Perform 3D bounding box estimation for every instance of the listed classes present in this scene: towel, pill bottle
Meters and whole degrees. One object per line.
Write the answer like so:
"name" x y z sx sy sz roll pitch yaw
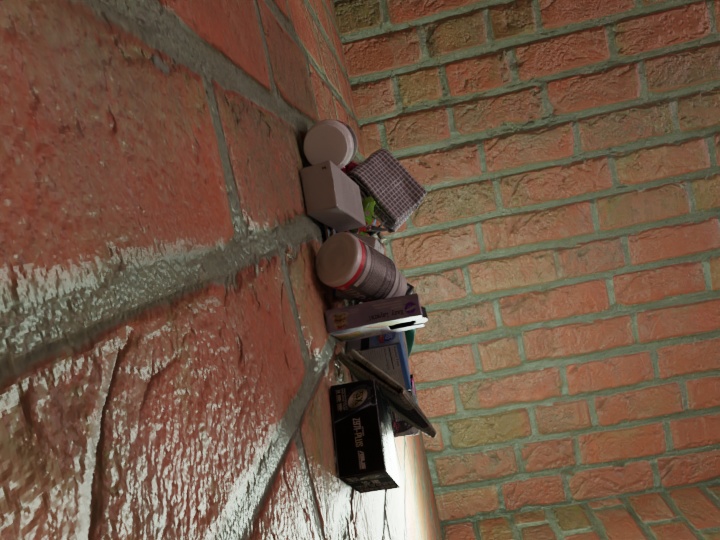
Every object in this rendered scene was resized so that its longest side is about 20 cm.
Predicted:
"towel" 0.070 -0.221 1.541 0.200 0.086 0.166 46 51 -1
"pill bottle" 0.010 0.007 1.161 0.200 0.110 0.111 29 44 -46
"towel" 0.056 0.247 1.156 0.199 0.035 0.193 25 -22 44
"pill bottle" -0.068 -0.286 1.290 0.200 0.113 0.115 -77 155 -76

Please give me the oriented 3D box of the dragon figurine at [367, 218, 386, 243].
"dragon figurine" 0.030 -0.114 1.651 0.200 0.059 0.100 93 -26 -64

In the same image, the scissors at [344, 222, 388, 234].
"scissors" 0.013 -0.103 1.431 0.200 0.014 0.074 29 73 -56

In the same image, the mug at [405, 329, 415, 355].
"mug" 0.075 0.211 1.641 0.185 0.114 0.153 -50 146 -49

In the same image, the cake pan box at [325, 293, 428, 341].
"cake pan box" 0.040 0.101 1.186 0.184 0.199 0.053 59 20 -77

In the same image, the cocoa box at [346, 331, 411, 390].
"cocoa box" 0.046 0.195 1.379 0.200 0.130 0.134 -85 162 -69

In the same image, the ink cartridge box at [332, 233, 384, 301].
"ink cartridge box" 0.000 0.000 1.350 0.200 0.085 0.148 35 63 -83

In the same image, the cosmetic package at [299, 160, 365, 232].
"cosmetic package" -0.056 -0.155 1.229 0.200 0.071 0.102 25 54 -71

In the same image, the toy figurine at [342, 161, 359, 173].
"toy figurine" -0.034 -0.223 1.601 0.200 0.150 0.185 -18 83 -59

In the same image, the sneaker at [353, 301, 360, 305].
"sneaker" 0.000 0.049 1.550 0.200 0.108 0.070 -51 159 -40

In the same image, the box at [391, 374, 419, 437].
"box" 0.108 0.397 1.660 0.200 0.114 0.133 -20 100 -82

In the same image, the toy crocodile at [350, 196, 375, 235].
"toy crocodile" -0.003 -0.097 1.487 0.201 0.061 0.068 -69 -157 15

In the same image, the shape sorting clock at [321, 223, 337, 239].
"shape sorting clock" -0.060 -0.099 1.373 0.200 0.039 0.201 -12 90 -84

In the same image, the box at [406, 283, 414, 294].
"box" 0.081 0.078 1.699 0.048 0.158 0.200 -48 156 -25

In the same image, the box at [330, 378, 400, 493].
"box" 0.012 0.316 1.064 0.200 0.086 0.165 69 12 -59
